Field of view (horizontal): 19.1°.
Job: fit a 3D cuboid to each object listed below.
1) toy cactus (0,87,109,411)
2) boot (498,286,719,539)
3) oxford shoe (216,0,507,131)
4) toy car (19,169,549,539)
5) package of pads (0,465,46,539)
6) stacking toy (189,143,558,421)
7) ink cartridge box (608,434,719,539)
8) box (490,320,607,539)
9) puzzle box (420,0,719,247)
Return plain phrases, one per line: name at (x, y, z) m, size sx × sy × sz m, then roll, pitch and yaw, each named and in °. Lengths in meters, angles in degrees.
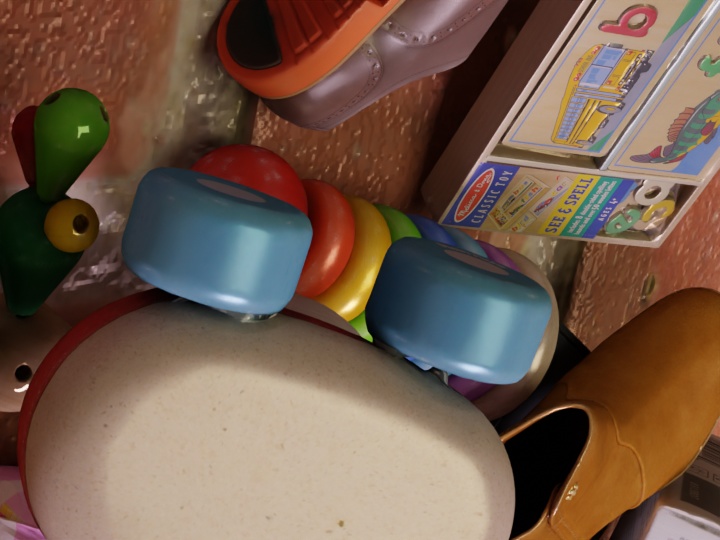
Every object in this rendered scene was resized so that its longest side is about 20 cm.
toy cactus at (-0.153, 0.022, 0.781) m, size 0.200 × 0.102 × 0.165 m, roll -62°, pitch 159°, yaw -3°
boot at (0.109, 0.074, 0.977) m, size 0.201 × 0.071 × 0.144 m, roll -47°, pitch 165°, yaw -7°
oxford shoe at (0.037, -0.131, 0.863) m, size 0.200 × 0.071 × 0.073 m, roll -34°, pitch 144°, yaw 10°
toy car at (-0.049, 0.056, 0.811) m, size 0.177 × 0.200 × 0.185 m, roll 16°, pitch 98°, yaw -19°
package of pads at (-0.096, 0.146, 0.903) m, size 0.200 × 0.076 × 0.121 m, roll 8°, pitch 107°, yaw -48°
stacking toy at (0.000, 0.000, 0.921) m, size 0.200 × 0.085 × 0.085 m, roll 29°, pitch 90°, yaw -46°
ink cartridge box at (0.136, 0.190, 1.114) m, size 0.163 × 0.057 × 0.200 m, roll -49°, pitch 160°, yaw -75°
box at (0.056, 0.124, 1.073) m, size 0.200 × 0.044 × 0.160 m, roll -56°, pitch 139°, yaw -7°
puzzle box at (0.127, -0.089, 0.950) m, size 0.133 × 0.025 × 0.200 m, roll 5°, pitch 136°, yaw -30°
